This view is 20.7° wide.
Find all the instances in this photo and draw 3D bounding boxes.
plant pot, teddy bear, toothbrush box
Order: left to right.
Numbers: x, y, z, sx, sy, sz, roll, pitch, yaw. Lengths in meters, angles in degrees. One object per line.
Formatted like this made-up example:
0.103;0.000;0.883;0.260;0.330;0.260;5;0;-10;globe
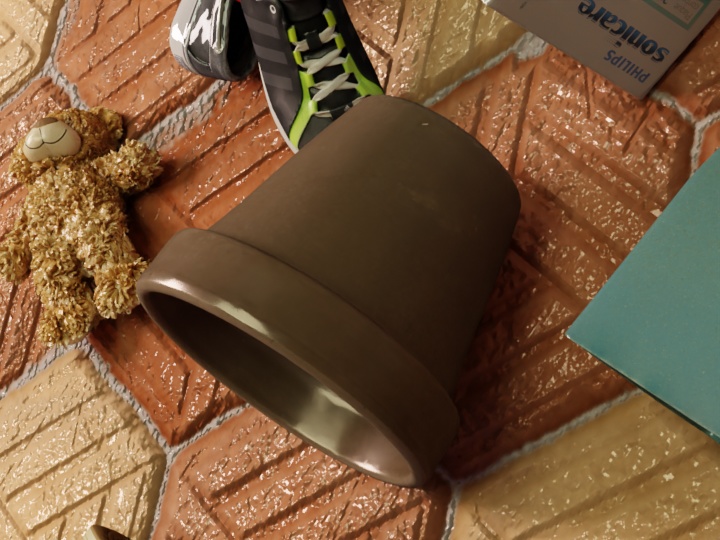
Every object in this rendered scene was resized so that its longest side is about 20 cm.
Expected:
-0.206;-0.038;1.416;0.145;0.067;0.200;-18;61;36;teddy bear
0.000;0.000;1.132;0.200;0.200;0.175;17;67;47;plant pot
0.096;-0.205;1.135;0.085;0.146;0.200;-50;44;17;toothbrush box
0.232;0.003;0.923;0.200;0.141;0.141;-55;43;1;plant pot

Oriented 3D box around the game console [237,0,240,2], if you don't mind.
-0.066;-0.294;1.330;0.177;0.031;0.200;-40;75;-4;game console

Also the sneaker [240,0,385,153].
-0.039;-0.148;1.239;0.072;0.083;0.200;-25;81;-1;sneaker

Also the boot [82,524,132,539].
-0.158;0.270;1.227;0.155;0.073;0.200;-50;50;12;boot

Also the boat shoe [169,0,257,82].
-0.068;-0.226;1.360;0.068;0.072;0.200;21;88;46;boat shoe
